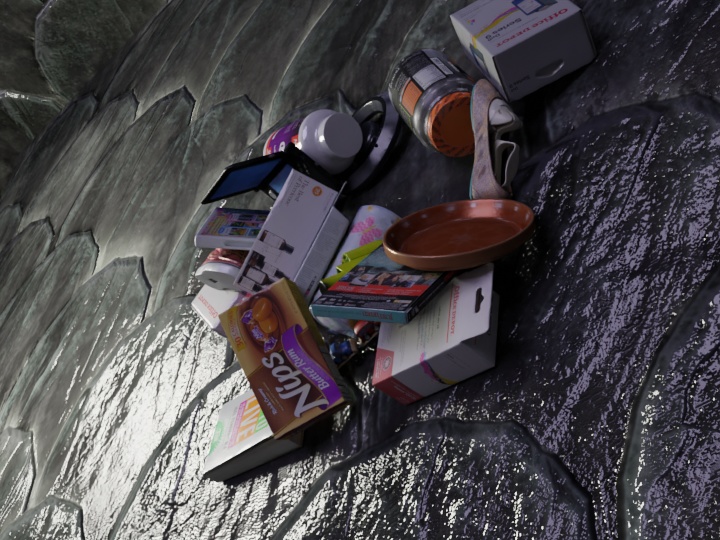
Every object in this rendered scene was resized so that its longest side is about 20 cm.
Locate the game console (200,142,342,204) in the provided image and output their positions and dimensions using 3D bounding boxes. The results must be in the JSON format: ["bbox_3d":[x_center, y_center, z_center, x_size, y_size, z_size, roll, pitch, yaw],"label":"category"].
[{"bbox_3d":[-0.153,-0.128,1.756,0.117,0.176,0.200,-55,10,-24],"label":"game console"}]

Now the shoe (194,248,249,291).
[{"bbox_3d":[-0.217,-0.020,1.716,0.091,0.071,0.200,-62,18,-12],"label":"shoe"}]

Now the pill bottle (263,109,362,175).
[{"bbox_3d":[-0.081,-0.212,1.791,0.200,0.112,0.113,-13,49,58],"label":"pill bottle"}]

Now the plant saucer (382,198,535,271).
[{"bbox_3d":[0.129,-0.045,1.348,0.199,0.032,0.200,-10,22,4],"label":"plant saucer"}]

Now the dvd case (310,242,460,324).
[{"bbox_3d":[0.048,0.009,1.337,0.146,0.022,0.200,2,29,34],"label":"dvd case"}]

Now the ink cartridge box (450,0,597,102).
[{"bbox_3d":[0.237,-0.347,1.525,0.145,0.088,0.200,-28,35,3],"label":"ink cartridge box"}]

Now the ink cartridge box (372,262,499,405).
[{"bbox_3d":[0.111,0.082,1.325,0.200,0.067,0.117,-30,38,39],"label":"ink cartridge box"}]

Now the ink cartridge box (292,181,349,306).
[{"bbox_3d":[-0.061,-0.023,1.626,0.200,0.043,0.196,-62,1,-12],"label":"ink cartridge box"}]

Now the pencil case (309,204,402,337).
[{"bbox_3d":[0.000,0.000,1.552,0.090,0.083,0.201,21,73,15],"label":"pencil case"}]

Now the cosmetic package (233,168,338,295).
[{"bbox_3d":[-0.114,-0.049,1.589,0.201,0.082,0.051,-63,4,-1],"label":"cosmetic package"}]

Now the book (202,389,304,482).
[{"bbox_3d":[-0.158,0.235,1.590,0.200,0.048,0.134,-33,34,39],"label":"book"}]

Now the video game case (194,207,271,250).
[{"bbox_3d":[-0.168,-0.068,1.714,0.200,0.181,0.024,-85,-2,-73],"label":"video game case"}]

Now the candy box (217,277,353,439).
[{"bbox_3d":[-0.107,0.126,1.470,0.116,0.056,0.201,-29,74,8],"label":"candy box"}]

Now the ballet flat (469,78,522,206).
[{"bbox_3d":[0.196,-0.183,1.459,0.067,0.068,0.201,-12,70,43],"label":"ballet flat"}]

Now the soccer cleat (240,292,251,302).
[{"bbox_3d":[-0.148,0.037,1.697,0.066,0.077,0.200,18,50,15],"label":"soccer cleat"}]

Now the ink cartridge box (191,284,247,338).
[{"bbox_3d":[-0.194,0.020,1.816,0.200,0.083,0.146,-54,30,-1],"label":"ink cartridge box"}]

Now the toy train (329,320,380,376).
[{"bbox_3d":[0.016,0.085,1.481,0.200,0.046,0.034,-44,31,19],"label":"toy train"}]

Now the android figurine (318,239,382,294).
[{"bbox_3d":[0.047,0.000,1.437,0.199,0.041,0.182,-22,24,-17],"label":"android figurine"}]

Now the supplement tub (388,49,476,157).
[{"bbox_3d":[0.125,-0.258,1.598,0.123,0.122,0.200,-47,31,13],"label":"supplement tub"}]

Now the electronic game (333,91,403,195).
[{"bbox_3d":[0.010,-0.224,1.810,0.200,0.042,0.201,-42,34,37],"label":"electronic game"}]
